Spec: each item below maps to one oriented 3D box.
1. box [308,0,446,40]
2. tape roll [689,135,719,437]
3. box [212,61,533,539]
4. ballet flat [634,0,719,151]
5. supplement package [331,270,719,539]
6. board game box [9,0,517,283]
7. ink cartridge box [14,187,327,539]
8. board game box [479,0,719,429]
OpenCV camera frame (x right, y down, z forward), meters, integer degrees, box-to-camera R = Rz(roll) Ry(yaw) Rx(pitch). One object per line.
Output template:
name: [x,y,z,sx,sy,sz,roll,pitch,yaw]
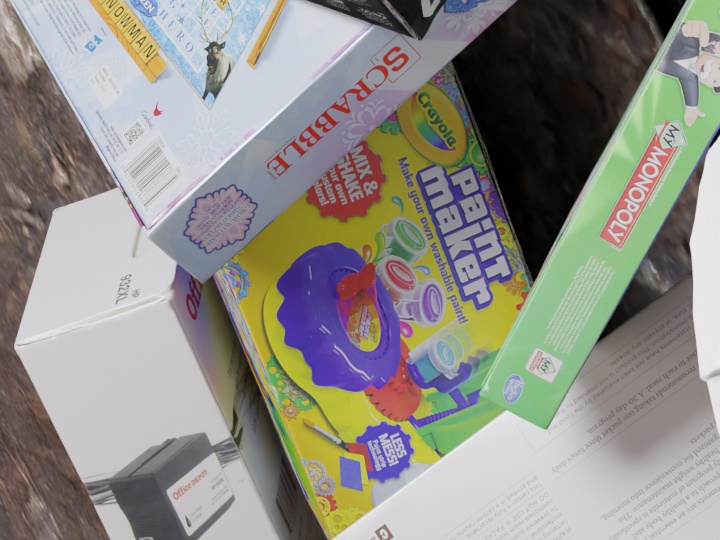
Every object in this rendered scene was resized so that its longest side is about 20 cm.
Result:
box: [-0.006,-0.184,0.997,0.199,0.160,0.049,26,166,47]
tape roll: [0.181,0.033,0.815,0.070,0.202,0.204,-18,101,33]
box: [0.000,0.000,1.166,0.193,0.121,0.201,-129,17,-73]
ballet flat: [0.134,-0.064,0.984,0.066,0.057,0.201,-14,103,62]
supplement package: [0.126,0.132,0.991,0.201,0.191,0.147,56,-167,11]
board game box: [-0.035,-0.125,1.045,0.041,0.199,0.200,42,-170,-43]
ink cartridge box: [-0.085,0.072,1.290,0.145,0.083,0.201,-86,-24,-62]
board game box: [0.107,-0.057,0.887,0.029,0.135,0.201,28,128,2]
